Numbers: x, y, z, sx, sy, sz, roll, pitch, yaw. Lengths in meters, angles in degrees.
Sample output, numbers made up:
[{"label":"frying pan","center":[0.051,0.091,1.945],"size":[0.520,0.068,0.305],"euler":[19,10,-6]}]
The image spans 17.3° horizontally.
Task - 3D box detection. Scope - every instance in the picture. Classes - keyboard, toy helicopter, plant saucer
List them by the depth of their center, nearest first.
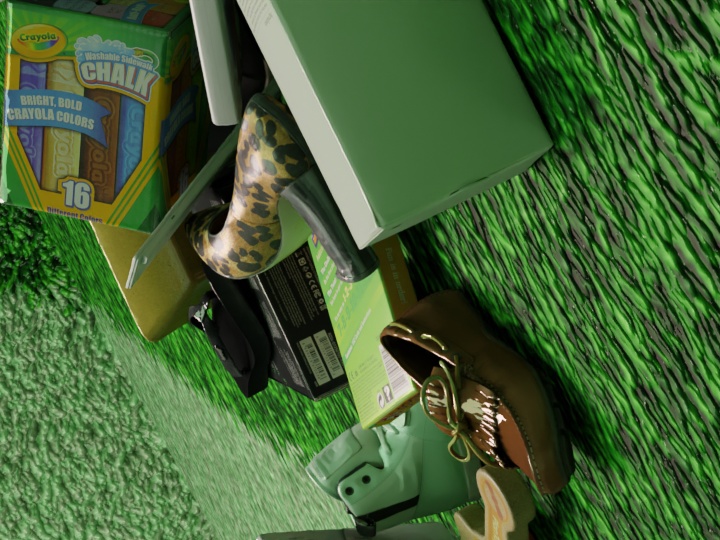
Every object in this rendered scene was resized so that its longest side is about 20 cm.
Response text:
[{"label":"toy helicopter","center":[0.103,0.201,1.593],"size":[0.132,0.079,0.200],"euler":[54,162,35]},{"label":"keyboard","center":[-0.107,-0.070,1.687],"size":[0.011,0.200,0.056],"euler":[37,154,-1]},{"label":"plant saucer","center":[-0.138,-0.070,1.924],"size":[0.048,0.200,0.200],"euler":[-17,101,41]}]

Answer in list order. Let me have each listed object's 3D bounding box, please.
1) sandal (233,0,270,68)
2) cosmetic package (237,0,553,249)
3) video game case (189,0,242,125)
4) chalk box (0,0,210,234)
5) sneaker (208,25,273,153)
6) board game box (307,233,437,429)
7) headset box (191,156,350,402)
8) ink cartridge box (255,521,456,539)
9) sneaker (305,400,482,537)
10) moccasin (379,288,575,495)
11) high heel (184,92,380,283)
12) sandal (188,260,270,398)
[{"label":"sandal","center":[-0.008,-0.121,1.501],"size":[0.200,0.048,0.075],"euler":[44,159,27]},{"label":"cosmetic package","center":[0.007,-0.125,1.252],"size":[0.200,0.108,0.085],"euler":[65,169,3]},{"label":"video game case","center":[-0.097,-0.225,1.540],"size":[0.200,0.023,0.182],"euler":[85,-178,-58]},{"label":"chalk box","center":[-0.176,-0.147,1.685],"size":[0.125,0.124,0.200],"euler":[-56,-24,-62]},{"label":"sneaker","center":[-0.124,-0.147,1.785],"size":[0.075,0.106,0.200],"euler":[57,165,33]},{"label":"board game box","center":[0.000,0.000,1.614],"size":[0.096,0.030,0.200],"euler":[-42,64,60]},{"label":"headset box","center":[-0.051,-0.005,1.797],"size":[0.174,0.093,0.200],"euler":[66,169,-8]},{"label":"ink cartridge box","center":[0.033,0.254,1.673],"size":[0.200,0.162,0.057],"euler":[41,123,50]},{"label":"sneaker","center":[0.012,0.103,1.683],"size":[0.074,0.118,0.201],"euler":[-132,22,-60]},{"label":"moccasin","center":[0.070,0.078,1.467],"size":[0.201,0.078,0.074],"euler":[51,161,49]},{"label":"high heel","center":[-0.079,-0.065,1.591],"size":[0.200,0.071,0.143],"euler":[8,134,50]},{"label":"sandal","center":[-0.101,0.053,1.805],"size":[0.076,0.043,0.200],"euler":[59,169,23]}]
